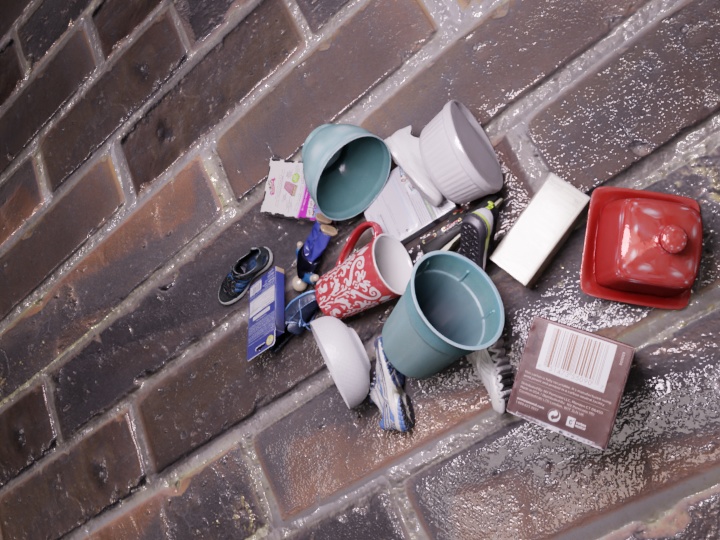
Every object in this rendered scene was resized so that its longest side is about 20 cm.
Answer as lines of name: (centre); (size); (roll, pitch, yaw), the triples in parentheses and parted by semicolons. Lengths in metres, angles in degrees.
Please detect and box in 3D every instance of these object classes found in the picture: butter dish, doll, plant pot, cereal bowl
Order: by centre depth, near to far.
butter dish: (0.497, -0.045, 0.888); (0.193, 0.148, 0.206); (9, 88, 5)
plant pot: (0.142, 0.102, 1.018); (0.203, 0.196, 0.197); (60, 143, 20)
cereal bowl: (-0.033, 0.187, 1.131); (0.082, 0.201, 0.204); (-24, 70, -11)
plant pot: (-0.048, -0.234, 1.141); (0.202, 0.199, 0.135); (-50, 57, 11)
doll: (-0.117, -0.028, 1.229); (0.202, 0.047, 0.138); (-60, 40, 34)

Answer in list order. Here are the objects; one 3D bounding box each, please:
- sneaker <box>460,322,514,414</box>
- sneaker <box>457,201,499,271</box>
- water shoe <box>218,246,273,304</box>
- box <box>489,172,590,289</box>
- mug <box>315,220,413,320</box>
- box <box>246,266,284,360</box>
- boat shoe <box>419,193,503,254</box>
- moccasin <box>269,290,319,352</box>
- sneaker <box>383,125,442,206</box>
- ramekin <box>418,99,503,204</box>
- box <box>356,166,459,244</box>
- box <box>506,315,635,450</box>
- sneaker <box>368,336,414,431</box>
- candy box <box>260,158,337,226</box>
sneaker: (0.254, 0.183, 1.047); (0.080, 0.074, 0.206); (-20, 69, 32)
sneaker: (0.240, -0.051, 1.036); (0.082, 0.202, 0.071); (-39, 62, -23)
water shoe: (-0.311, 0.007, 1.339); (0.200, 0.078, 0.072); (-44, 67, 15)
box: (0.351, -0.074, 1.022); (0.095, 0.077, 0.202); (40, 101, 24)
mug: (0.007, 0.009, 1.152); (0.198, 0.133, 0.181); (-29, 33, 37)
box: (-0.228, 0.107, 1.260); (0.120, 0.032, 0.205); (-33, 48, 37)
boat shoe: (0.208, -0.097, 1.098); (0.200, 0.073, 0.064); (-40, 76, 21)
moccasin: (-0.152, 0.126, 1.252); (0.200, 0.079, 0.069); (-44, 52, 29)
sneaker: (0.130, -0.231, 1.117); (0.087, 0.075, 0.202); (-35, 67, 5)
ramekin: (0.199, -0.230, 1.059); (0.093, 0.200, 0.208); (-28, 72, 33)
box: (0.103, -0.154, 1.176); (0.197, 0.041, 0.159); (-31, 70, 19)
box: (0.367, 0.185, 0.913); (0.162, 0.199, 0.169); (17, 91, 27)
sneaker: (0.049, 0.249, 1.134); (0.083, 0.076, 0.206); (-19, 75, 27)
candy box: (-0.142, -0.193, 1.290); (0.195, 0.061, 0.141); (11, 89, 26)
